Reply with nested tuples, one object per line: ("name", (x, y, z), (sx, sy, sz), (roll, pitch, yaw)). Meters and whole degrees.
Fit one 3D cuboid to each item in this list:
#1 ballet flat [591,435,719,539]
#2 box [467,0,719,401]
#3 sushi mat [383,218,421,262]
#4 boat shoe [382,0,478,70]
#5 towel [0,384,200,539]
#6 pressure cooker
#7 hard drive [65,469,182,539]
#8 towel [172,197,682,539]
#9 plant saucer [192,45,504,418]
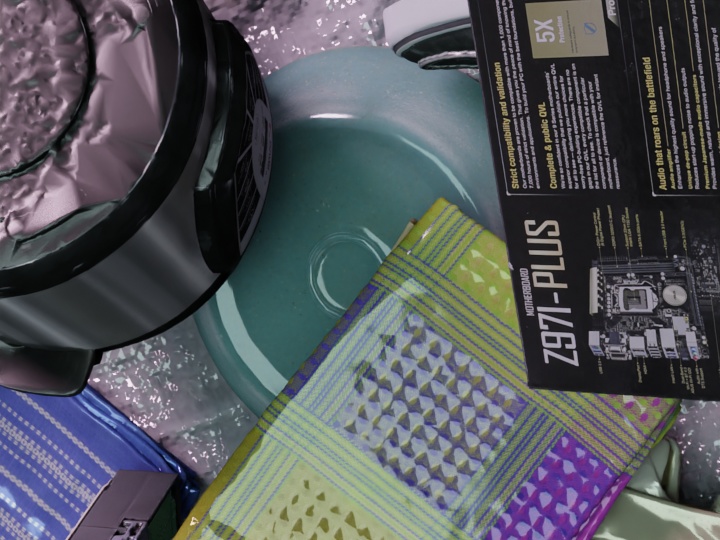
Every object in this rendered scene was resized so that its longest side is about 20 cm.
("ballet flat", (0.147, 0.105, 0.855), (0.198, 0.069, 0.070), (12, 106, 16))
("box", (0.133, -0.060, 0.707), (0.162, 0.086, 0.202), (1, 111, 33))
("sushi mat", (0.015, 0.075, 0.886), (0.095, 0.012, 0.201), (34, 117, 2))
("boat shoe", (0.104, -0.089, 0.820), (0.197, 0.074, 0.069), (-2, 90, 15))
("towel", (-0.181, 0.137, 1.011), (0.144, 0.024, 0.201), (38, 112, 12))
("pressure cooker", (-0.129, -0.058, 0.840), (0.175, 0.200, 0.179), (-38, 75, -2))
("hard drive", (-0.115, 0.213, 0.922), (0.037, 0.140, 0.202), (4, 111, 10))
("towel", (0.027, 0.088, 0.828), (0.143, 0.023, 0.201), (36, 93, 4))
("plant saucer", (0.000, 0.000, 0.902), (0.198, 0.036, 0.202), (5, 103, 21))
